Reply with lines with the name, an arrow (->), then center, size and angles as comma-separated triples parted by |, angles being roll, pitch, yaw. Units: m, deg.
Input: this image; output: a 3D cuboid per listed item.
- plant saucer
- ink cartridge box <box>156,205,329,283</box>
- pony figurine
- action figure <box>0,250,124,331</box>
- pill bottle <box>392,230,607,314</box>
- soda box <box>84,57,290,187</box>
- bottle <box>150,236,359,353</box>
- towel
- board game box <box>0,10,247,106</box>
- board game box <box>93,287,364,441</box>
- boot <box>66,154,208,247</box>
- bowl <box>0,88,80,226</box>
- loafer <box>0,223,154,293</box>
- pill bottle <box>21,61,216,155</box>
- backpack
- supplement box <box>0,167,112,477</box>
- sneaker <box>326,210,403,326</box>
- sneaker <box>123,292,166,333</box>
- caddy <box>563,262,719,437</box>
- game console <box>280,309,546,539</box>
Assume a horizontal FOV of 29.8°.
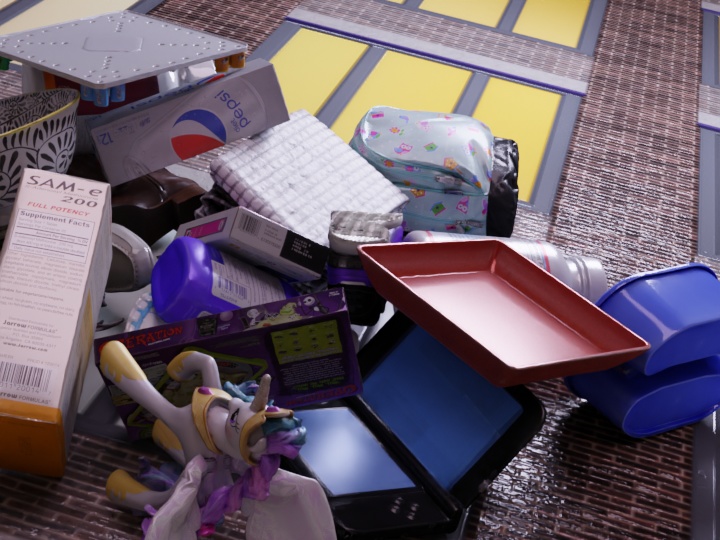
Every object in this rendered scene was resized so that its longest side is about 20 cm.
plant saucer -> 0.119, 0.037, 1.169 | 0.199, 0.037, 0.199 | -4, 33, -45
ink cartridge box -> -0.113, -0.016, 1.252 | 0.094, 0.038, 0.199 | 24, -17, -23
pony figurine -> -0.110, 0.151, 0.960 | 0.165, 0.196, 0.199 | -9, 15, -39
action figure -> -0.304, 0.023, 1.179 | 0.200, 0.103, 0.118 | 40, -22, -34
pill bottle -> 0.138, 0.021, 1.340 | 0.197, 0.110, 0.109 | 4, 29, -14
soda box -> -0.177, -0.153, 1.380 | 0.198, 0.064, 0.068 | -22, 19, -11
bottle -> -0.090, 0.040, 1.199 | 0.199, 0.065, 0.084 | 26, 29, -34
towel -> -0.062, -0.066, 1.412 | 0.165, 0.086, 0.200 | 43, 39, 5
board game box -> -0.249, -0.218, 1.364 | 0.199, 0.026, 0.199 | 21, 31, 36
board game box -> -0.101, 0.077, 1.075 | 0.197, 0.121, 0.033 | -11, 48, -2
boot -> -0.278, -0.083, 1.431 | 0.185, 0.065, 0.199 | -15, 35, -39
bowl -> -0.352, -0.099, 1.301 | 0.198, 0.095, 0.201 | -14, 21, 5
loafer -> -0.275, -0.011, 1.262 | 0.198, 0.071, 0.070 | 7, 20, 36
pill bottle -> -0.258, -0.183, 1.453 | 0.197, 0.111, 0.110 | -7, 33, -20
backpack -> 0.080, -0.108, 1.537 | 0.197, 0.128, 0.168 | 9, 31, 2
supplement box -> -0.246, 0.041, 1.047 | 0.073, 0.126, 0.202 | 10, 62, -5
sneaker -> -0.001, 0.000, 1.279 | 0.069, 0.101, 0.200 | 4, 11, 7
sneaker -> -0.159, 0.055, 1.210 | 0.086, 0.076, 0.200 | 19, 29, 2
caddy -> 0.280, 0.069, 1.274 | 0.198, 0.143, 0.105 | -9, 37, -35
game console -> 0.019, 0.113, 1.114 | 0.174, 0.118, 0.200 | 2, 28, -36
